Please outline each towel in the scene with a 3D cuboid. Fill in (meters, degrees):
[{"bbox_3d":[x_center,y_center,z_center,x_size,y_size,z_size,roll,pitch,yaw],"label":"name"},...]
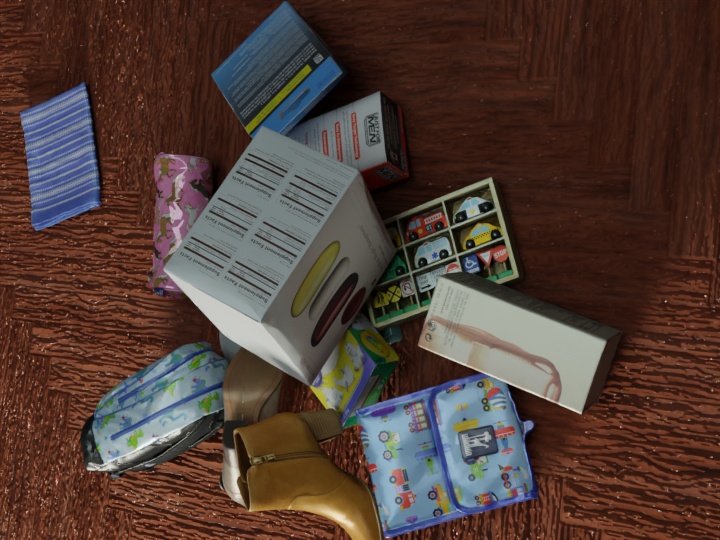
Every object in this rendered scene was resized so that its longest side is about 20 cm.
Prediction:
[{"bbox_3d":[-0.468,-0.175,1.694,0.143,0.024,0.203,-17,76,28],"label":"towel"}]

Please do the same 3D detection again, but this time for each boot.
[{"bbox_3d":[-0.132,0.194,1.386,0.069,0.147,0.202,9,55,14],"label":"boot"},{"bbox_3d":[-0.065,0.264,1.273,0.071,0.142,0.203,-49,59,55],"label":"boot"}]

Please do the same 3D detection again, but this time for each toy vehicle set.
[{"bbox_3d":[0.091,-0.018,1.325,0.198,0.026,0.126,-21,75,23],"label":"toy vehicle set"}]

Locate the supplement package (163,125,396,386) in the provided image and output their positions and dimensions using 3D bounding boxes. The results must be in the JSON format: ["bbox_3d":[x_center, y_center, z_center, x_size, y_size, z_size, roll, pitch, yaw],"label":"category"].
[{"bbox_3d":[-0.084,-0.013,1.257,0.146,0.192,0.201,26,74,26],"label":"supplement package"}]

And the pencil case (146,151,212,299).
[{"bbox_3d":[-0.250,-0.062,1.517,0.082,0.085,0.204,-7,80,61],"label":"pencil case"}]

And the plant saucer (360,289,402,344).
[{"bbox_3d":[0.000,0.000,1.395,0.069,0.019,0.203,-20,74,28],"label":"plant saucer"}]

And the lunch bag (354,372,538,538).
[{"bbox_3d":[0.112,0.210,1.274,0.197,0.094,0.153,-19,78,17],"label":"lunch bag"}]

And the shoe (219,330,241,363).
[{"bbox_3d":[-0.153,0.026,1.460,0.070,0.091,0.203,-1,113,-4],"label":"shoe"}]

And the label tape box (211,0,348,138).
[{"bbox_3d":[-0.095,-0.237,1.402,0.144,0.063,0.201,-42,46,9],"label":"label tape box"}]

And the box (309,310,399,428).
[{"bbox_3d":[-0.043,0.083,1.370,0.200,0.048,0.118,50,130,31],"label":"box"}]

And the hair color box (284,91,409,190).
[{"bbox_3d":[-0.039,-0.143,1.400,0.198,0.061,0.103,-17,66,29],"label":"hair color box"}]

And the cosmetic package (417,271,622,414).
[{"bbox_3d":[0.177,0.076,1.211,0.198,0.103,0.089,21,100,23],"label":"cosmetic package"}]

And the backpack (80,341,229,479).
[{"bbox_3d":[-0.250,0.182,1.440,0.198,0.162,0.156,-15,81,31],"label":"backpack"}]
